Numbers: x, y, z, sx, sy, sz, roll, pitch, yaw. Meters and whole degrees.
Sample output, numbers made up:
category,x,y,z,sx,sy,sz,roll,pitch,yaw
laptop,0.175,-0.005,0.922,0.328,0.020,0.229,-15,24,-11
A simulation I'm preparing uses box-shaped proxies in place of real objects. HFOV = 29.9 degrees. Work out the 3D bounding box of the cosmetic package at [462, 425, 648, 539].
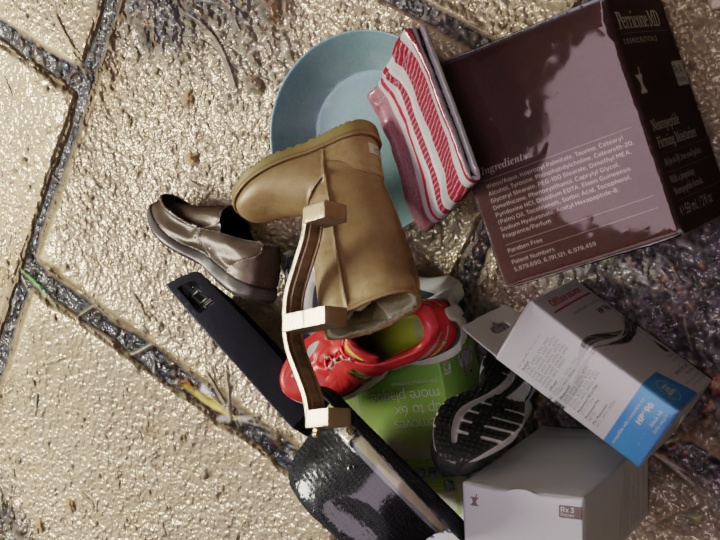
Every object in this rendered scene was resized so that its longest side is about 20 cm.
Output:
category,x,y,z,sx,sy,sz,roll,pitch,yaw
cosmetic package,0.179,0.204,1.205,0.113,0.200,0.081,3,101,29

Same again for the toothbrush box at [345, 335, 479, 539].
category,x,y,z,sx,sy,sz,roll,pitch,yaw
toothbrush box,0.050,0.175,1.339,0.145,0.086,0.201,-7,98,30

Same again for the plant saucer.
category,x,y,z,sx,sy,sz,roll,pitch,yaw
plant saucer,0.008,-0.133,1.320,0.200,0.039,0.202,2,94,25

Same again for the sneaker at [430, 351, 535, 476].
category,x,y,z,sx,sy,sz,roll,pitch,yaw
sneaker,0.118,0.144,1.234,0.074,0.200,0.080,20,117,20

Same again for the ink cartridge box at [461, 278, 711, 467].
category,x,y,z,sx,sy,sz,roll,pitch,yaw
ink cartridge box,0.203,0.075,1.214,0.200,0.116,0.068,37,115,17

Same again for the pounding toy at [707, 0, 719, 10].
category,x,y,z,sx,sy,sz,roll,pitch,yaw
pounding toy,0.350,-0.285,1.046,0.184,0.142,0.201,-15,92,31

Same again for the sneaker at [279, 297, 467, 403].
category,x,y,z,sx,sy,sz,roll,pitch,yaw
sneaker,-0.001,0.069,1.252,0.200,0.085,0.077,-25,75,25

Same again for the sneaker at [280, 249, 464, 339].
category,x,y,z,sx,sy,sz,roll,pitch,yaw
sneaker,0.000,0.000,1.335,0.199,0.079,0.130,-13,102,41

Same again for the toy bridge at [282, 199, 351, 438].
category,x,y,z,sx,sy,sz,roll,pitch,yaw
toy bridge,-0.040,0.044,1.168,0.067,0.027,0.201,-13,74,49

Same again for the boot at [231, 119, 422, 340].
category,x,y,z,sx,sy,sz,roll,pitch,yaw
boot,-0.038,-0.026,1.241,0.175,0.066,0.201,-29,53,26

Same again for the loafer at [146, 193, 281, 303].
category,x,y,z,sx,sy,sz,roll,pitch,yaw
loafer,-0.144,-0.037,1.406,0.200,0.073,0.071,33,105,35

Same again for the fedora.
category,x,y,z,sx,sy,sz,roll,pitch,yaw
fedora,0.003,0.198,1.207,0.092,0.201,0.201,-45,75,-4

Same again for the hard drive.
category,x,y,z,sx,sy,sz,roll,pitch,yaw
hard drive,-0.109,0.087,1.389,0.042,0.135,0.200,-43,72,-2

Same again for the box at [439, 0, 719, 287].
category,x,y,z,sx,sy,sz,roll,pitch,yaw
box,0.192,-0.111,1.155,0.164,0.166,0.201,-18,91,31

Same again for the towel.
category,x,y,z,sx,sy,sz,roll,pitch,yaw
towel,0.053,-0.120,1.185,0.023,0.200,0.145,-19,84,-11
